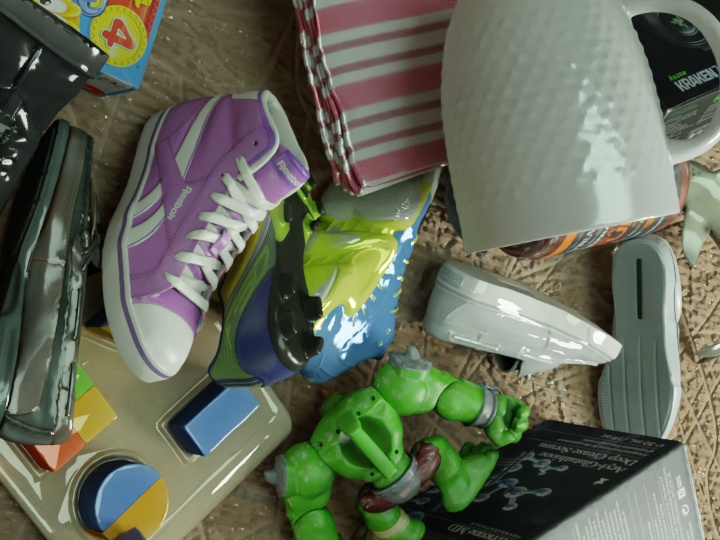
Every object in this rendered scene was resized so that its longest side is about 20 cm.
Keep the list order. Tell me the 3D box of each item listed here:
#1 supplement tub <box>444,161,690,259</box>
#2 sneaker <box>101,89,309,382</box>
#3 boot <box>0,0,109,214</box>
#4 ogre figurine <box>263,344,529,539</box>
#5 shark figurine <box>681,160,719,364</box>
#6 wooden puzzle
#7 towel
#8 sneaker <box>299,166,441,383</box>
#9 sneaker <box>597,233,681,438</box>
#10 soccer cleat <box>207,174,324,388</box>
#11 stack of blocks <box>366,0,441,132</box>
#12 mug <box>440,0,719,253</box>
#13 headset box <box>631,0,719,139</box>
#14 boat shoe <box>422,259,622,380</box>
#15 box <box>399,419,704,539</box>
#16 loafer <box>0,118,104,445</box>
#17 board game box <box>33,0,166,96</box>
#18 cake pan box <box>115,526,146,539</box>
[{"bbox_3d":[0.164,-0.067,1.020,0.200,0.107,0.107,-12,99,-35],"label":"supplement tub"},{"bbox_3d":[-0.090,-0.031,0.783,0.073,0.114,0.201,46,41,-51],"label":"sneaker"},{"bbox_3d":[-0.257,-0.081,0.696,0.165,0.066,0.200,35,94,-34],"label":"boot"},{"bbox_3d":[0.020,0.137,0.920,0.200,0.098,0.120,-34,113,14],"label":"ogre figurine"},{"bbox_3d":[0.327,-0.026,1.166,0.128,0.090,0.215,-23,99,1],"label":"shark figurine"},{"bbox_3d":[-0.146,0.093,0.831,0.185,0.046,0.200,-43,116,-28],"label":"wooden puzzle"},{"bbox_3d":[0.024,-0.164,0.885,0.146,0.030,0.201,-21,104,-36],"label":"towel"},{"bbox_3d":[0.000,0.000,0.934,0.200,0.076,0.105,-48,136,-26],"label":"sneaker"},{"bbox_3d":[0.255,0.064,1.116,0.071,0.073,0.201,-18,114,-58],"label":"sneaker"},{"bbox_3d":[-0.070,-0.010,0.847,0.065,0.084,0.201,48,29,-43],"label":"soccer cleat"},{"bbox_3d":[0.018,-0.204,0.934,0.115,0.059,0.201,-19,103,-35],"label":"stack of blocks"},{"bbox_3d":[0.152,-0.116,0.855,0.148,0.199,0.176,-12,91,-75],"label":"mug"},{"bbox_3d":[0.205,-0.184,0.997,0.174,0.093,0.200,-22,64,-36],"label":"headset box"},{"bbox_3d":[0.132,0.052,1.028,0.200,0.072,0.069,19,102,-42],"label":"boat shoe"},{"bbox_3d":[0.144,0.209,0.989,0.200,0.148,0.107,-24,105,-34],"label":"box"},{"bbox_3d":[-0.187,0.009,0.769,0.063,0.072,0.201,20,69,-25],"label":"loafer"},{"bbox_3d":[-0.202,-0.235,0.771,0.195,0.056,0.201,21,79,-35],"label":"board game box"},{"bbox_3d":[-0.171,0.286,0.790,0.200,0.052,0.185,-30,112,-16],"label":"cake pan box"}]
